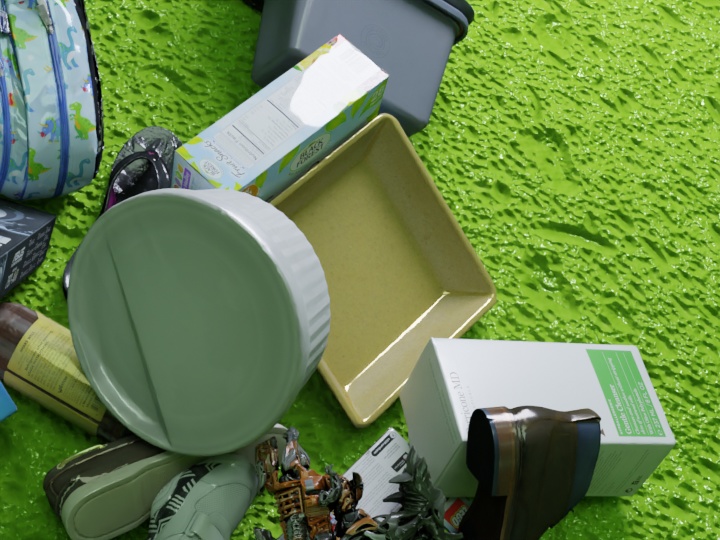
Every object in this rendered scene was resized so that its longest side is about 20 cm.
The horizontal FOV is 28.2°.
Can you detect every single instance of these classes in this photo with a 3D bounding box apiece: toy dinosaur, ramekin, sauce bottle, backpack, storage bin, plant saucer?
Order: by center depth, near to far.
[{"bbox_3d":[-0.114,0.030,1.078,0.202,0.203,0.094,38,26,12],"label":"ramekin"},{"bbox_3d":[-0.002,0.206,1.083,0.135,0.102,0.201,-30,97,-13],"label":"toy dinosaur"},{"bbox_3d":[-0.261,0.067,1.147,0.199,0.065,0.065,31,56,4],"label":"sauce bottle"},{"bbox_3d":[0.000,0.000,1.227,0.200,0.048,0.201,-41,106,-32],"label":"plant saucer"},{"bbox_3d":[-0.286,-0.159,1.236,0.153,0.163,0.201,-22,87,-31],"label":"backpack"},{"bbox_3d":[-0.013,-0.208,1.341,0.199,0.145,0.135,27,62,-26],"label":"storage bin"}]

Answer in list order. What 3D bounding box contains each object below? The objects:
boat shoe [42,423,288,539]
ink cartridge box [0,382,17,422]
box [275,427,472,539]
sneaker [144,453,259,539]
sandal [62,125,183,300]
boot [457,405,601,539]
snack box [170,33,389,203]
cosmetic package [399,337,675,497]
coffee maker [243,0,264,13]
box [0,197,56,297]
[{"bbox_3d":[-0.149,0.151,1.122,0.199,0.072,0.059,-18,37,-30],"label":"boat shoe"},{"bbox_3d":[-0.373,0.114,1.063,0.199,0.068,0.117,-36,99,-30],"label":"ink cartridge box"},{"bbox_3d":[-0.003,0.228,1.128,0.110,0.035,0.200,42,58,13],"label":"box"},{"bbox_3d":[-0.123,0.228,1.050,0.114,0.076,0.200,23,55,39],"label":"sneaker"},{"bbox_3d":[-0.197,-0.052,1.249,0.075,0.048,0.202,19,56,-2],"label":"sandal"},{"bbox_3d":[0.131,0.192,1.096,0.096,0.202,0.075,-6,28,-17],"label":"boot"},{"bbox_3d":[-0.075,-0.084,1.228,0.068,0.169,0.200,39,57,14],"label":"snack box"},{"bbox_3d":[0.143,0.123,1.179,0.198,0.085,0.108,3,48,-24],"label":"cosmetic package"},{"bbox_3d":[-0.051,-0.342,1.379,0.191,0.201,0.135,-15,62,-22],"label":"coffee maker"},{"bbox_3d":[-0.341,-0.031,1.128,0.159,0.044,0.200,18,11,-2],"label":"box"}]
